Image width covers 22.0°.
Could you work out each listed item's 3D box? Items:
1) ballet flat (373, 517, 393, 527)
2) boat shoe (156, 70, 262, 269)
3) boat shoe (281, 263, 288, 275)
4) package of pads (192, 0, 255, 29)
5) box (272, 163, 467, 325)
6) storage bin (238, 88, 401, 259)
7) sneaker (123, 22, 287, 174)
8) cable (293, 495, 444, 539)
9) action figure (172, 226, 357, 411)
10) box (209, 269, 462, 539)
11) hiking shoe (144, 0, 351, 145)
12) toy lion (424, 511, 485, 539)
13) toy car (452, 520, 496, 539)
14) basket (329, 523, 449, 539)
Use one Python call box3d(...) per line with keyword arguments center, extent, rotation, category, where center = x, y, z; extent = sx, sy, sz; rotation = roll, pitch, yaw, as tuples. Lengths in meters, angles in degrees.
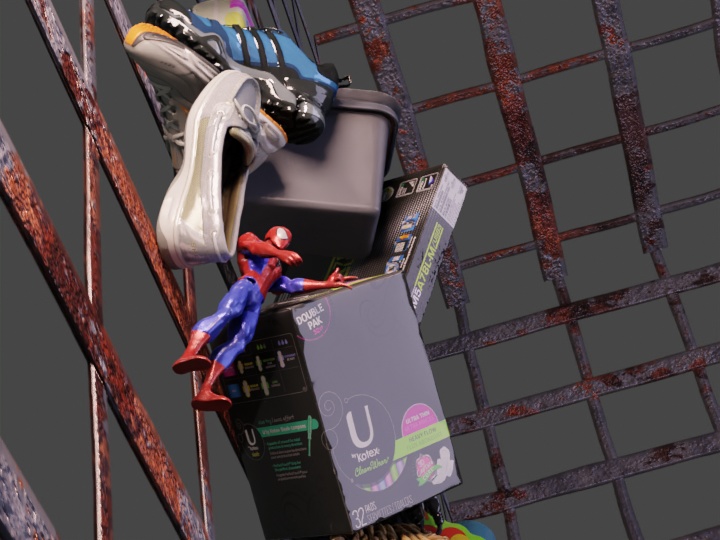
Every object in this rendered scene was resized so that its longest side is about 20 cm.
box3d(center=(-0.026, 0.210, 1.866), extent=(0.200, 0.068, 0.068), rotation=(39, 13, 4), category="ballet flat")
box3d(center=(-0.114, -0.086, 1.561), extent=(0.075, 0.064, 0.203), rotation=(66, 31, -44), category="boat shoe")
box3d(center=(-0.089, -0.034, 2.023), extent=(0.200, 0.074, 0.074), rotation=(-95, 168, -62), category="boat shoe")
box3d(center=(-0.136, -0.199, 2.046), extent=(0.200, 0.068, 0.155), rotation=(-96, 168, -61), category="package of pads")
box3d(center=(0.000, 0.000, 1.846), extent=(0.048, 0.193, 0.201), rotation=(43, 53, -33), category="box")
box3d(center=(-0.065, -0.085, 1.813), extent=(0.146, 0.199, 0.135), rotation=(103, -10, -53), category="storage bin")
box3d(center=(-0.151, -0.138, 1.654), extent=(0.200, 0.092, 0.076), rotation=(41, -2, -42), category="sneaker")
box3d(center=(-0.020, 0.193, 1.755), extent=(0.200, 0.163, 0.051), rotation=(60, -38, 25), category="cable")
box3d(center=(-0.071, 0.025, 1.492), extent=(0.200, 0.099, 0.065), rotation=(-70, 146, -49), category="action figure")
box3d(center=(-0.023, 0.118, 1.629), extent=(0.148, 0.124, 0.201), rotation=(-17, 92, -43), category="box")
box3d(center=(-0.111, -0.200, 1.753), extent=(0.074, 0.200, 0.087), rotation=(-42, -162, 55), category="hiking shoe")
box3d(center=(0.046, 0.289, 1.775), extent=(0.069, 0.191, 0.201), rotation=(106, -25, -56), category="toy lion")
box3d(center=(0.037, 0.308, 1.936), extent=(0.200, 0.176, 0.185), rotation=(58, 24, -27), category="toy car")
box3d(center=(-0.002, 0.324, 1.597), extent=(0.143, 0.148, 0.201), rotation=(15, -75, 58), category="basket")
